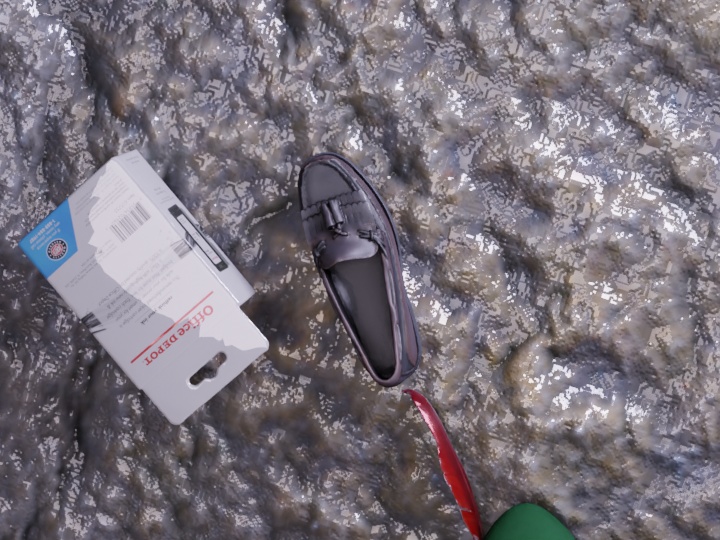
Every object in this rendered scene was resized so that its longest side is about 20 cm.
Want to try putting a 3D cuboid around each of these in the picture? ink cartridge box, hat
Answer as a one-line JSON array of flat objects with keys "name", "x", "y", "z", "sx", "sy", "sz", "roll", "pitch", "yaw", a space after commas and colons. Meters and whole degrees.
[{"name": "ink cartridge box", "x": -0.171, "y": 0.014, "z": 1.335, "sx": 0.116, "sy": 0.068, "sz": 0.200, "roll": -39, "pitch": 91, "yaw": 13}, {"name": "hat", "x": 0.137, "y": 0.216, "z": 1.347, "sx": 0.164, "sy": 0.177, "sz": 0.201, "roll": -10, "pitch": 135, "yaw": 8}]

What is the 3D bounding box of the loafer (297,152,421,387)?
[{"name": "loafer", "x": 0.000, "y": 0.000, "z": 1.309, "sx": 0.071, "sy": 0.063, "sz": 0.201, "roll": -19, "pitch": 96, "yaw": 11}]
